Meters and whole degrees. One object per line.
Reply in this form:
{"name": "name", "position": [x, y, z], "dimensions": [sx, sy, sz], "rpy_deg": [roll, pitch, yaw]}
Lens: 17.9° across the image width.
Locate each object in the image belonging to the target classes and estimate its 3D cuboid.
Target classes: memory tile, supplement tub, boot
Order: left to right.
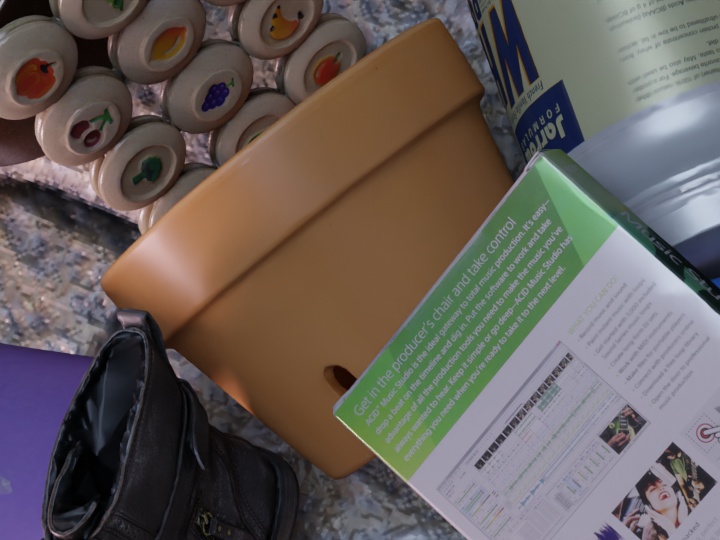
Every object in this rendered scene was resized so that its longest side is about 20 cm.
{"name": "boot", "position": [-0.094, 0.134, 0.983], "dimensions": [0.069, 0.174, 0.202], "rpy_deg": [2, 71, 21]}
{"name": "memory tile", "position": [-0.083, -0.097, 1.077], "dimensions": [0.153, 0.200, 0.017], "rpy_deg": [-47, 55, 0]}
{"name": "supplement tub", "position": [0.134, -0.098, 1.044], "dimensions": [0.144, 0.145, 0.202], "rpy_deg": [-22, 74, 10]}

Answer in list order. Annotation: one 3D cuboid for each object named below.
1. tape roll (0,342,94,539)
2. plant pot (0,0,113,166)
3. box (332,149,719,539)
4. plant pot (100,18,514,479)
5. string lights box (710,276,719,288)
{"name": "tape roll", "position": [-0.145, 0.137, 1.046], "dimensions": [0.084, 0.200, 0.202], "rpy_deg": [8, 81, 15]}
{"name": "plant pot", "position": [-0.213, -0.147, 1.121], "dimensions": [0.198, 0.198, 0.202], "rpy_deg": [-3, 79, 14]}
{"name": "box", "position": [0.106, 0.069, 0.927], "dimensions": [0.200, 0.036, 0.145], "rpy_deg": [42, 106, 9]}
{"name": "plant pot", "position": [0.000, 0.000, 1.050], "dimensions": [0.200, 0.200, 0.140], "rpy_deg": [-38, 90, 5]}
{"name": "string lights box", "position": [0.160, 0.060, 0.998], "dimensions": [0.199, 0.059, 0.103], "rpy_deg": [-19, 46, 33]}
